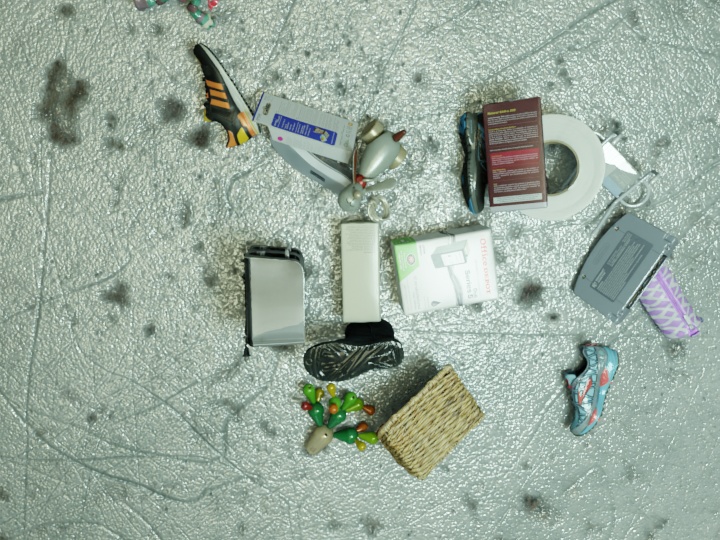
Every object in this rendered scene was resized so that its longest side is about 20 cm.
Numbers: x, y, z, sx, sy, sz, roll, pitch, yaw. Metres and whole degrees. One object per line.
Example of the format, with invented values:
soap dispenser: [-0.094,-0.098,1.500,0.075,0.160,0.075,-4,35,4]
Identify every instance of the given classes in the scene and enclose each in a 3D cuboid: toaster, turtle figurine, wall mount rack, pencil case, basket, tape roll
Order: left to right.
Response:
turtle figurine: [-0.322,-0.534,1.155,0.197,0.101,0.152,1,99,3]
toaster: [-0.166,0.053,1.213,0.117,0.181,0.203,-1,99,-4]
basket: [0.124,0.291,1.278,0.200,0.142,0.150,-41,107,-14]
tape roll: [0.373,-0.198,1.219,0.200,0.071,0.206,3,98,20]
wall mount rack: [0.492,-0.177,1.265,0.200,0.075,0.174,42,114,-7]
pencil case: [0.630,0.052,1.303,0.084,0.086,0.201,-36,98,8]

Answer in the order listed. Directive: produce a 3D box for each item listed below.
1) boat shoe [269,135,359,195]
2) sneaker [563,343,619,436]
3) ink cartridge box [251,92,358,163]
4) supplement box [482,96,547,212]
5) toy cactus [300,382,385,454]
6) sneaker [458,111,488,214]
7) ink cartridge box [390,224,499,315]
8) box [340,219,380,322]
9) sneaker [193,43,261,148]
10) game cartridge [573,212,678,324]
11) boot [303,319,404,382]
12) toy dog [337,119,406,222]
boat shoe: [-0.084,-0.223,1.233,0.199,0.070,0.067,33,67,4]
sneaker: [0.475,0.252,1.342,0.094,0.079,0.202,19,90,4]
ink cartridge box: [-0.106,-0.275,1.204,0.198,0.095,0.037,18,139,-9]
supplement box: [0.292,-0.215,1.177,0.107,0.061,0.203,-3,97,19]
toy cactus: [-0.055,0.328,1.318,0.199,0.103,0.166,33,106,-18]
sneaker: [0.244,-0.214,1.245,0.081,0.073,0.203,-3,100,-4]
ink cartridge box: [0.170,-0.003,1.270,0.197,0.084,0.148,-10,100,-1]
box: [0.000,0.000,1.270,0.081,0.068,0.203,0,100,-3]
sneaker: [-0.277,-0.332,1.199,0.089,0.070,0.201,-33,101,0]
game cartridge: [0.527,-0.009,1.265,0.040,0.133,0.201,17,110,-44]
boot: [-0.018,0.152,1.242,0.197,0.168,0.078,-8,100,-7]
toy dog: [0.034,-0.202,1.189,0.131,0.096,0.203,19,70,-27]
